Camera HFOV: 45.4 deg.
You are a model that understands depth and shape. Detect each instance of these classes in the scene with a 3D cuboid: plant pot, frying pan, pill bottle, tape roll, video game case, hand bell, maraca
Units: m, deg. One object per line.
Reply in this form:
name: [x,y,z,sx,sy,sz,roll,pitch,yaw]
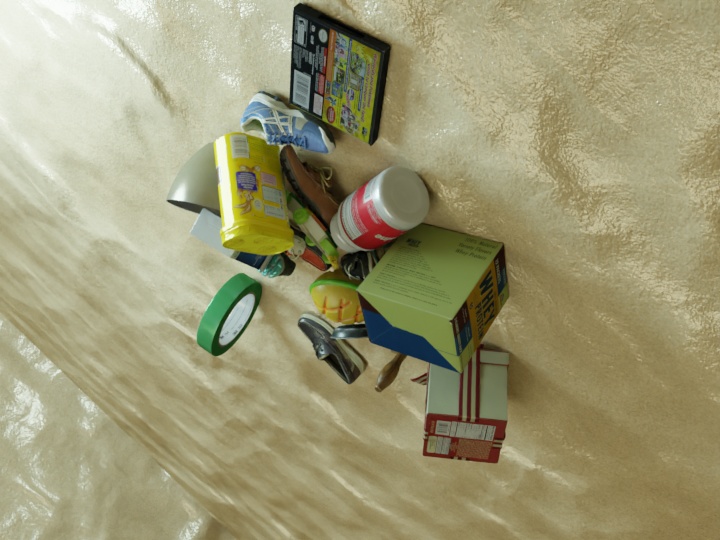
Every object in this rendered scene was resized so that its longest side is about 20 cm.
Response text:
plant pot: [-0.277,-0.179,1.731,0.197,0.137,0.200,14,175,1]
frying pan: [0.004,0.129,1.860,0.113,0.190,0.032,-2,92,19]
pill bottle: [0.028,-0.103,1.568,0.112,0.113,0.199,47,145,-10]
tape roll: [-0.309,0.104,2.034,0.048,0.201,0.202,30,144,13]
video game case: [-0.040,-0.330,1.462,0.179,0.026,0.202,29,143,16]
hand bell: [0.085,0.170,1.734,0.103,0.201,0.105,24,143,20]
maraca: [-0.016,0.064,1.805,0.198,0.109,0.136,25,155,-26]

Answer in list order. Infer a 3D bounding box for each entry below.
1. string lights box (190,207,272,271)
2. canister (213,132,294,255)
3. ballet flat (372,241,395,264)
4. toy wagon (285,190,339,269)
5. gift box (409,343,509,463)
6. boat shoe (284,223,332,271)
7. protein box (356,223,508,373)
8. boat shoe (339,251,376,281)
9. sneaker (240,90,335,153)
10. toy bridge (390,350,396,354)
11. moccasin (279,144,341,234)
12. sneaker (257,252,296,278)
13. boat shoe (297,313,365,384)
string lights box: [-0.252,-0.059,1.734,0.102,0.060,0.200,30,179,15]
canister: [-0.201,-0.143,1.610,0.086,0.147,0.204,-20,70,36]
ballet flat: [0.073,0.013,1.694,0.070,0.071,0.201,20,152,26]
toy wagon: [-0.091,-0.075,1.700,0.200,0.039,0.156,45,174,39]
gift box: [0.196,0.251,1.718,0.196,0.189,0.186,9,138,1]
boat shoe: [-0.146,-0.058,1.825,0.199,0.063,0.071,37,143,2]
protein box: [0.134,0.043,1.549,0.196,0.201,0.136,16,139,30]
boat shoe: [0.000,0.000,1.653,0.200,0.067,0.073,-121,12,-75]
sneaker: [-0.133,-0.253,1.577,0.198,0.077,0.076,27,154,23]
toy bridge: [0.064,0.124,1.790,0.027,0.068,0.200,11,167,19]
moccasin: [-0.082,-0.161,1.645,0.202,0.078,0.074,51,175,-22]
sneaker: [-0.218,-0.045,1.898,0.200,0.091,0.078,44,106,30]
boat shoe: [-0.076,0.185,2.021,0.200,0.065,0.072,44,147,-3]
